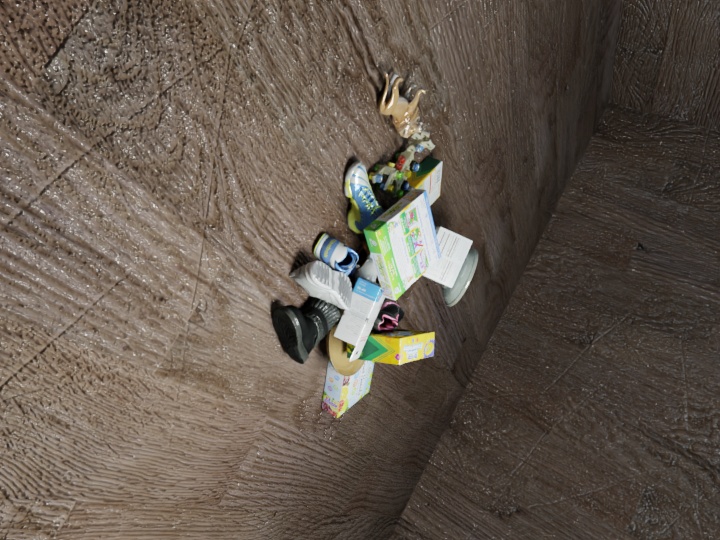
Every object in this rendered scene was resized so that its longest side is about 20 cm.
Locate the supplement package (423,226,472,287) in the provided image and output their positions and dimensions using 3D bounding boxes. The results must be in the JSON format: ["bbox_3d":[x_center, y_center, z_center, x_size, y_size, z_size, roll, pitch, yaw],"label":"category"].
[{"bbox_3d":[0.244,-0.046,1.914,0.200,0.111,0.156,-140,-106,-83],"label":"supplement package"}]

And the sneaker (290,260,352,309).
[{"bbox_3d":[-0.086,0.033,1.447,0.200,0.082,0.075,44,47,-48],"label":"sneaker"}]

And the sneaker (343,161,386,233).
[{"bbox_3d":[0.022,-0.165,1.473,0.076,0.105,0.200,-48,150,-32],"label":"sneaker"}]

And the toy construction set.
[{"bbox_3d":[0.104,-0.268,1.576,0.200,0.092,0.131,-48,152,-11],"label":"toy construction set"}]

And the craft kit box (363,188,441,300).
[{"bbox_3d":[0.108,-0.064,1.504,0.197,0.048,0.201,-42,129,-35],"label":"craft kit box"}]

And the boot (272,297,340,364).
[{"bbox_3d":[-0.123,0.108,1.459,0.158,0.079,0.211,-49,156,-27],"label":"boot"}]

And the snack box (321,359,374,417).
[{"bbox_3d":[-0.031,0.306,1.831,0.168,0.068,0.201,-28,136,-50],"label":"snack box"}]

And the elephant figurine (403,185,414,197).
[{"bbox_3d":[0.134,-0.099,1.674,0.141,0.155,0.201,18,69,-26],"label":"elephant figurine"}]

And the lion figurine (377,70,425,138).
[{"bbox_3d":[0.087,-0.390,1.464,0.200,0.072,0.123,8,118,-50],"label":"lion figurine"}]

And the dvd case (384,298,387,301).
[{"bbox_3d":[0.106,0.035,1.841,0.200,0.018,0.143,-48,180,-34],"label":"dvd case"}]

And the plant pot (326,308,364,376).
[{"bbox_3d":[-0.035,0.187,1.685,0.200,0.027,0.201,-7,99,-56],"label":"plant pot"}]

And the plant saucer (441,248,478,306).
[{"bbox_3d":[0.301,0.014,1.952,0.201,0.050,0.200,-63,-173,13],"label":"plant saucer"}]

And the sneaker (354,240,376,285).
[{"bbox_3d":[0.000,0.000,1.650,0.084,0.073,0.201,2,125,-26],"label":"sneaker"}]

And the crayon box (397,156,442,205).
[{"bbox_3d":[0.162,-0.220,1.767,0.200,0.051,0.126,-47,149,-37],"label":"crayon box"}]

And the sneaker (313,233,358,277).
[{"bbox_3d":[-0.044,-0.019,1.501,0.074,0.082,0.200,-64,156,-9],"label":"sneaker"}]

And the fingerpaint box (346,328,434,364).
[{"bbox_3d":[0.085,0.201,1.694,0.200,0.166,0.074,0,92,-56],"label":"fingerpaint box"}]

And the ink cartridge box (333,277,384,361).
[{"bbox_3d":[-0.005,0.122,1.568,0.201,0.067,0.116,-67,168,2],"label":"ink cartridge box"}]

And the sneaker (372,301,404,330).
[{"bbox_3d":[0.075,0.138,1.727,0.200,0.095,0.079,0,111,-54],"label":"sneaker"}]
